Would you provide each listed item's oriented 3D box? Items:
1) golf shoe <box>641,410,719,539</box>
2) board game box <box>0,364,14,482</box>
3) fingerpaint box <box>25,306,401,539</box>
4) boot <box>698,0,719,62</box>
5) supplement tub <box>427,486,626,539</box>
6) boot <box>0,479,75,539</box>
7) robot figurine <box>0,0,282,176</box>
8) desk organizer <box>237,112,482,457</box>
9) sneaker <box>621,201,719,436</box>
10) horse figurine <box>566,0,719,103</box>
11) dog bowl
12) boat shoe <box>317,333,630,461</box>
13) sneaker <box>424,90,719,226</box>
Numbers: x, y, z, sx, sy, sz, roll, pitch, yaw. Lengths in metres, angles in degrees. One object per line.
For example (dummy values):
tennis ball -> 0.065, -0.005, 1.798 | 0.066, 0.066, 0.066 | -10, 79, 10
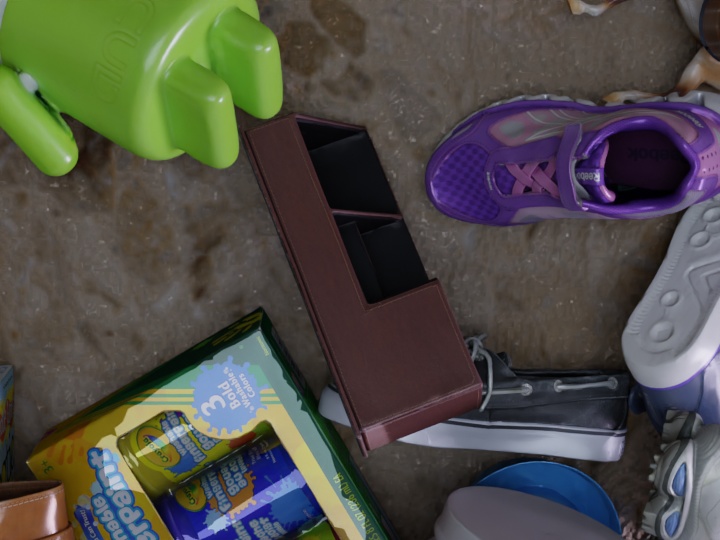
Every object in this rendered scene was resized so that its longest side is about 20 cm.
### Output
golf shoe -> 0.217, 0.176, 0.887 | 0.097, 0.078, 0.200 | 11, 133, 15
board game box -> -0.271, 0.165, 0.906 | 0.105, 0.103, 0.200 | 2, 99, -4
fingerpaint box -> -0.083, 0.153, 0.926 | 0.167, 0.073, 0.200 | -29, 98, 3
boot -> 0.305, -0.165, 0.857 | 0.200, 0.097, 0.075 | -26, 109, -20
supplement tub -> 0.078, 0.243, 0.858 | 0.145, 0.145, 0.200 | 16, 102, -5
boot -> -0.173, 0.195, 0.849 | 0.200, 0.077, 0.155 | 0, 95, -14
robot figurine -> -0.140, -0.140, 0.842 | 0.200, 0.116, 0.175 | 31, 67, 17
desk organizer -> 0.000, 0.000, 0.870 | 0.077, 0.072, 0.200 | -21, 74, -3
sneaker -> 0.251, 0.033, 0.932 | 0.200, 0.081, 0.146 | -51, 128, -18
horse figurine -> 0.201, -0.152, 0.904 | 0.133, 0.050, 0.200 | -19, 98, 6
dog bowl -> 0.118, 0.214, 0.956 | 0.111, 0.050, 0.200 | -12, 98, -1
boat shoe -> 0.075, 0.075, 0.921 | 0.199, 0.074, 0.068 | 7, 95, -6
sneaker -> 0.127, -0.062, 0.872 | 0.200, 0.088, 0.081 | -4, 105, 24
